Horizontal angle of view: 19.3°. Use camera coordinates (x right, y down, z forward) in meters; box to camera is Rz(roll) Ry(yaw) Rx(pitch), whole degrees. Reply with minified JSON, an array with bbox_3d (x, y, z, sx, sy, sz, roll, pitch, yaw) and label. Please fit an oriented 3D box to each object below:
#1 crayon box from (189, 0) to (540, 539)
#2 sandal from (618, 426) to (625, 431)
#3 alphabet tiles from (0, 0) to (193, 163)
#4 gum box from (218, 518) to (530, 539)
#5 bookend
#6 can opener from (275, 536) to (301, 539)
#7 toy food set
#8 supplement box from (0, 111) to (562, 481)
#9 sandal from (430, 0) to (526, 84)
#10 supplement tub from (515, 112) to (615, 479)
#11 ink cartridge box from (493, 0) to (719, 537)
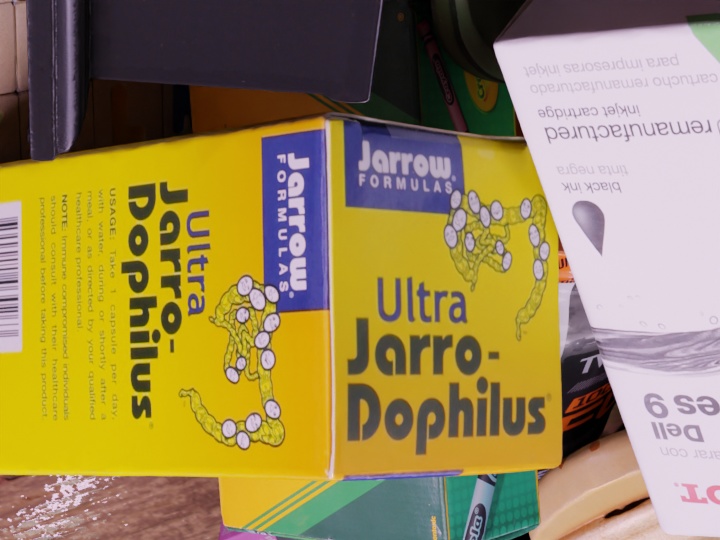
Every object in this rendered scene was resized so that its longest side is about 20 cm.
[{"bbox_3d":[0.000,0.000,0.798,0.118,0.201,0.058,0,-174,43],"label":"crayon box"},{"bbox_3d":[0.211,0.078,1.042,0.075,0.048,0.200,30,135,-32],"label":"sandal"},{"bbox_3d":[-0.113,-0.037,0.789,0.166,0.006,0.201,-16,114,-40],"label":"alphabet tiles"},{"bbox_3d":[0.035,0.123,1.069,0.199,0.066,0.113,24,148,-28],"label":"gum box"},{"bbox_3d":[0.006,-0.131,0.644,0.199,0.199,0.092,3,141,-5],"label":"bookend"},{"bbox_3d":[-0.036,0.055,0.896,0.067,0.200,0.053,-31,163,-29],"label":"can opener"},{"bbox_3d":[0.139,0.104,0.917,0.199,0.049,0.198,-12,161,-27],"label":"toy food set"},{"bbox_3d":[-0.042,0.014,0.715,0.200,0.110,0.109,-5,175,45],"label":"supplement box"},{"bbox_3d":[0.095,-0.098,0.770,0.057,0.080,0.201,-3,167,43],"label":"sandal"},{"bbox_3d":[0.060,0.016,0.899,0.122,0.123,0.200,5,143,-6],"label":"supplement tub"},{"bbox_3d":[0.148,-0.011,0.679,0.145,0.084,0.201,-1,124,35],"label":"ink cartridge box"}]
